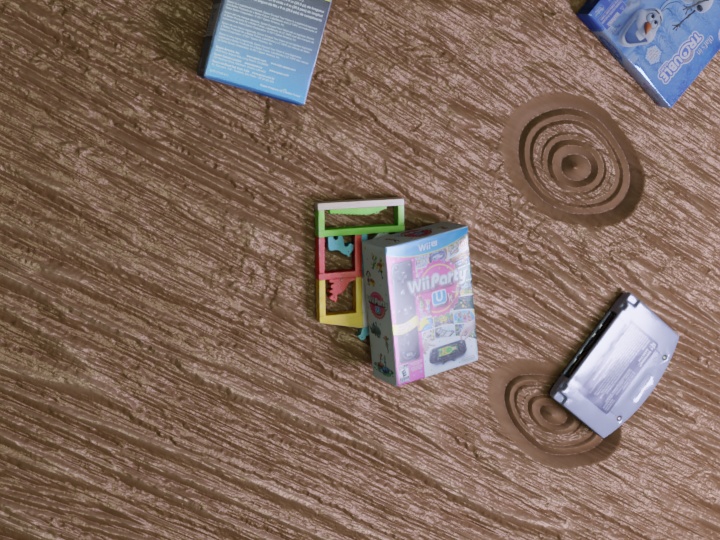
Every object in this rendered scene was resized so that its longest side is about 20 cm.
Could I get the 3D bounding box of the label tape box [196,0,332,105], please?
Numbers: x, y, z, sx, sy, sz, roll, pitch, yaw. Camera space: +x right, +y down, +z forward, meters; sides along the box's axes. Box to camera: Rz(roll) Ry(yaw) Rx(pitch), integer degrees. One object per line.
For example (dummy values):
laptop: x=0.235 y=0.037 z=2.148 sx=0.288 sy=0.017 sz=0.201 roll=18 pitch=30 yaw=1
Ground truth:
label tape box: x=-0.121 y=-0.334 z=1.551 sx=0.142 sy=0.066 sz=0.203 roll=13 pitch=94 yaw=-19

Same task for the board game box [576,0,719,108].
board game box: x=0.447 y=-0.380 z=1.723 sx=0.199 sy=0.043 sz=0.201 roll=41 pitch=87 yaw=-21

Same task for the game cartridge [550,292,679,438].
game cartridge: x=0.397 y=0.151 z=1.818 sx=0.133 sy=0.041 sz=0.201 roll=38 pitch=89 yaw=-16

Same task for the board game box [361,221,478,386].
board game box: x=0.085 y=0.045 z=1.670 sx=0.146 sy=0.064 sz=0.203 roll=-15 pitch=106 yaw=-30

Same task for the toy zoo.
toy zoo: x=0.000 y=0.000 z=1.675 sx=0.129 sy=0.020 sz=0.203 roll=-4 pitch=102 yaw=-17
